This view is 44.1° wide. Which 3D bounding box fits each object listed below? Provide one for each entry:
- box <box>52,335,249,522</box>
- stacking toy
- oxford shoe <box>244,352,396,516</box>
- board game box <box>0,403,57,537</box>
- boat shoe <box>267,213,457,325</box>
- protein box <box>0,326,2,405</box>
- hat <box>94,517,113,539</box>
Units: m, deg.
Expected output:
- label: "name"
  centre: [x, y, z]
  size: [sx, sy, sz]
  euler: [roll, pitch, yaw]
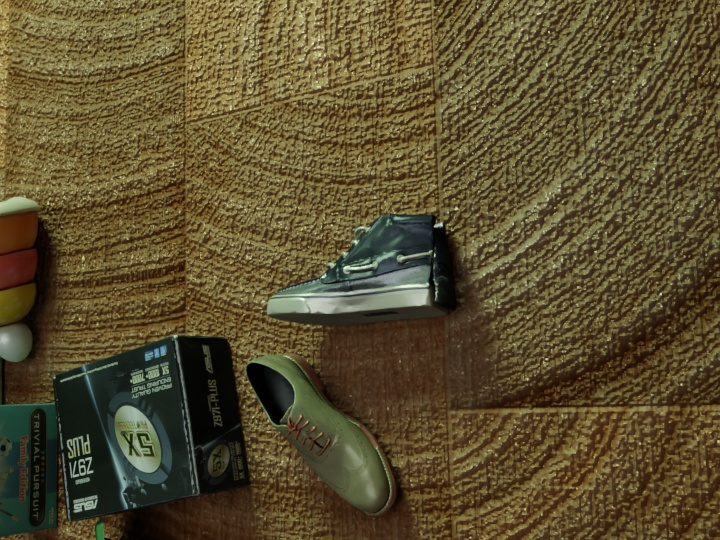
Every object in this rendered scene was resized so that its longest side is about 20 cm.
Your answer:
- label: "box"
  centre: [-0.234, 0.174, 0.976]
  size: [0.198, 0.086, 0.166]
  euler: [-17, 76, 29]
- label: "stacking toy"
  centre: [-0.458, 0.018, 1.128]
  size: [0.145, 0.146, 0.203]
  euler: [-12, 94, 30]
- label: "oxford shoe"
  centre: [-0.046, 0.161, 0.867]
  size: [0.200, 0.075, 0.071]
  euler: [43, 106, 28]
- label: "board game box"
  centre: [-0.445, 0.233, 1.033]
  size: [0.046, 0.199, 0.153]
  euler: [-7, 81, 30]
- label: "boat shoe"
  centre: [0.000, 0.000, 0.867]
  size: [0.197, 0.075, 0.094]
  euler: [-5, 75, 23]
- label: "protein box"
  centre: [-0.577, 0.163, 1.124]
  size: [0.133, 0.198, 0.203]
  euler: [-9, 80, 30]
- label: "hat"
  centre: [-0.193, 0.356, 0.966]
  size: [0.201, 0.174, 0.167]
  euler: [-116, 28, -51]
